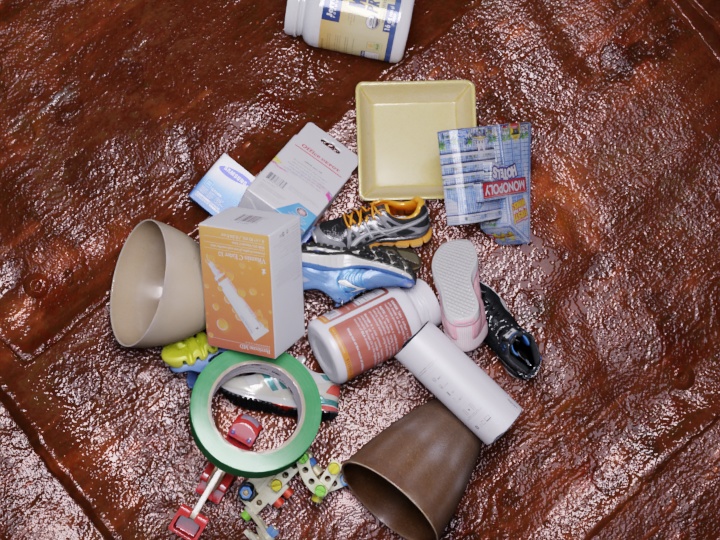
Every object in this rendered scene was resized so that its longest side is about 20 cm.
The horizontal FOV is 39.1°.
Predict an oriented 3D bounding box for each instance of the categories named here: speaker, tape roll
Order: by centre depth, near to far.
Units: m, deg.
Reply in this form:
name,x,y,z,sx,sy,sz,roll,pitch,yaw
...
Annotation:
name,x,y,z,sx,sy,sz,roll,pitch,yaw
speaker,0.148,0.170,1.551,0.200,0.081,0.081,43,84,3
tape roll,-0.162,0.216,1.559,0.200,0.048,0.201,5,66,-11

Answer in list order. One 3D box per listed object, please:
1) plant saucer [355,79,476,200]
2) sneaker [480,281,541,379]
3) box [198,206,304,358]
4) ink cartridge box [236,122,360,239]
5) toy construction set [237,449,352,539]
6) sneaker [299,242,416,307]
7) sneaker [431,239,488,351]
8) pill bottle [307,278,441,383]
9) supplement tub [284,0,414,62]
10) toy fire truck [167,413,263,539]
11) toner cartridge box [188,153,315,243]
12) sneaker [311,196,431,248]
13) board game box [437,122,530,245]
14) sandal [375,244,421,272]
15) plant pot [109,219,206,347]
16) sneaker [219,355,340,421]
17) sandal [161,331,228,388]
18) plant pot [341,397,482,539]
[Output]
name,x,y,z,sx,sy,sz,roll,pitch,yaw
plant saucer,0.093,-0.214,1.698,0.200,0.048,0.200,-2,85,-2
sneaker,0.227,0.086,1.643,0.073,0.112,0.200,-38,87,-7
box,-0.163,0.016,1.544,0.124,0.097,0.200,9,114,24
ink cartridge box,-0.097,-0.139,1.648,0.115,0.068,0.200,36,51,0
toy construction set,-0.119,0.360,1.619,0.131,0.092,0.200,44,74,2
sneaker,-0.012,0.010,1.595,0.200,0.079,0.089,6,110,-2
sneaker,0.159,0.045,1.617,0.075,0.105,0.200,-8,40,7
pill bottle,0.025,0.091,1.626,0.200,0.112,0.112,-25,86,-18
supplement tub,-0.016,-0.429,1.666,0.200,0.144,0.145,11,84,-1
toy fire truck,-0.222,0.319,1.587,0.049,0.141,0.200,30,84,1
toner cartridge box,-0.177,-0.093,1.678,0.200,0.043,0.095,39,82,2
sneaker,0.019,-0.079,1.653,0.200,0.077,0.078,-9,43,-11
board game box,0.214,-0.134,1.646,0.062,0.200,0.200,-4,96,40
sandal,0.000,0.000,1.665,0.200,0.055,0.082,-12,44,-5
plant pot,-0.293,0.030,1.606,0.134,0.200,0.200,12,83,-35
sneaker,-0.127,0.182,1.650,0.200,0.070,0.093,10,66,1
sandal,-0.218,0.134,1.648,0.200,0.079,0.087,-16,121,-10
plant pot,0.104,0.294,1.595,0.187,0.187,0.200,42,64,2
